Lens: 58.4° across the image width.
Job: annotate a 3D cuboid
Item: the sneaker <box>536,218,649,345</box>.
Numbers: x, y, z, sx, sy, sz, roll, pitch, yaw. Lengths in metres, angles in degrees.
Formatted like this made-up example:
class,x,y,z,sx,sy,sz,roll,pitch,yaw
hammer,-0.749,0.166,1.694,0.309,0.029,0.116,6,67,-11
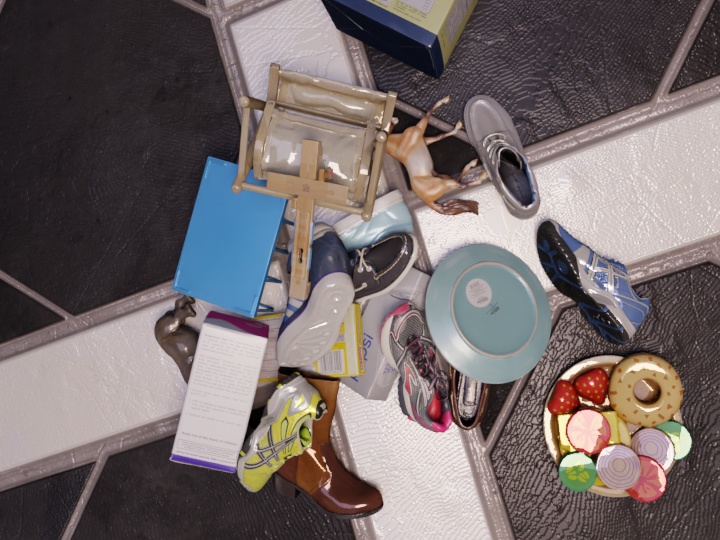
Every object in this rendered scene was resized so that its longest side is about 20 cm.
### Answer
class,x,y,z,sx,sy,sz,roll,pitch,yaw
sneaker,0.329,0.007,0.922,0.076,0.076,0.202,-34,81,-15

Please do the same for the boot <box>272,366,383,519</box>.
class,x,y,z,sx,sy,sz,roll,pitch,yaw
boot,-0.043,0.252,0.960,0.184,0.068,0.206,14,106,24

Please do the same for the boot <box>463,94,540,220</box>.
class,x,y,z,sx,sy,sz,roll,pitch,yaw
boot,0.209,-0.174,0.934,0.072,0.095,0.204,-27,82,8

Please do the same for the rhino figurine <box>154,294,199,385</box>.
class,x,y,z,sx,sy,sz,roll,pitch,yaw
rhino figurine,-0.256,0.142,1.032,0.087,0.060,0.202,-37,87,6

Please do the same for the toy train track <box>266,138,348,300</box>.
class,x,y,z,sx,sy,sz,roll,pitch,yaw
toy train track,-0.067,-0.065,0.829,0.112,0.032,0.206,13,107,19

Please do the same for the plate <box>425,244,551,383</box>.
class,x,y,z,sx,sy,sz,roll,pitch,yaw
plate,0.188,0.057,0.919,0.194,0.026,0.206,4,74,-12

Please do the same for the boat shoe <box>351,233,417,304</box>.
class,x,y,z,sx,sy,sz,roll,pitch,yaw
boat shoe,0.000,0.000,0.942,0.198,0.060,0.076,-31,45,40

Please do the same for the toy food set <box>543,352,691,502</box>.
class,x,y,z,sx,sy,sz,roll,pitch,yaw
toy food set,0.359,0.222,0.908,0.194,0.049,0.204,-7,86,11

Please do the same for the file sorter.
class,x,y,z,sx,sy,sz,roll,pitch,yaw
file sorter,-0.178,-0.047,0.993,0.135,0.123,0.205,16,90,12

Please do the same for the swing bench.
class,x,y,z,sx,sy,sz,roll,pitch,yaw
swing bench,-0.059,-0.186,0.907,0.193,0.201,0.133,13,120,0

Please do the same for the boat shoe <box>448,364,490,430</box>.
class,x,y,z,sx,sy,sz,roll,pitch,yaw
boat shoe,0.164,0.130,0.942,0.068,0.070,0.206,1,86,10

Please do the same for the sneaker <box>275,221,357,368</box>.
class,x,y,z,sx,sy,sz,roll,pitch,yaw
sneaker,-0.076,0.028,0.932,0.202,0.079,0.149,-58,37,37

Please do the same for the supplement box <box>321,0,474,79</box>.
class,x,y,z,sx,sy,sz,roll,pitch,yaw
supplement box,0.073,-0.437,0.955,0.197,0.134,0.203,29,93,11

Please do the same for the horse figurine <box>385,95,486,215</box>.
class,x,y,z,sx,sy,sz,roll,pitch,yaw
horse figurine,0.109,-0.164,0.977,0.130,0.050,0.204,-26,82,9

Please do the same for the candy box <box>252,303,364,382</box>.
class,x,y,z,sx,sy,sz,roll,pitch,yaw
candy box,-0.083,0.113,0.979,0.196,0.026,0.105,-9,79,32

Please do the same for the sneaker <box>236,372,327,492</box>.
class,x,y,z,sx,sy,sz,roll,pitch,yaw
sneaker,-0.115,0.246,0.916,0.076,0.075,0.203,34,114,17

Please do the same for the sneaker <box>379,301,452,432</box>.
class,x,y,z,sx,sy,sz,roll,pitch,yaw
sneaker,0.088,0.137,0.914,0.080,0.074,0.204,-30,117,-23

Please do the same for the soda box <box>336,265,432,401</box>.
class,x,y,z,sx,sy,sz,roll,pitch,yaw
soda box,0.040,0.088,0.963,0.067,0.063,0.204,26,93,33

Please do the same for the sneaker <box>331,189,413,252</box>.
class,x,y,z,sx,sy,sz,roll,pitch,yaw
sneaker,-0.007,-0.039,0.984,0.197,0.074,0.083,-31,85,13

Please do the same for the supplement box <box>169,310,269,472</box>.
class,x,y,z,sx,sy,sz,roll,pitch,yaw
supplement box,-0.206,0.176,0.958,0.101,0.101,0.206,13,95,-8
